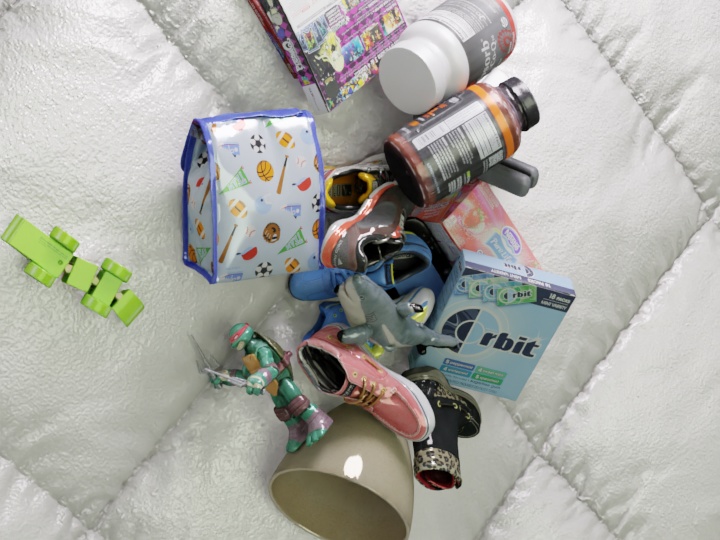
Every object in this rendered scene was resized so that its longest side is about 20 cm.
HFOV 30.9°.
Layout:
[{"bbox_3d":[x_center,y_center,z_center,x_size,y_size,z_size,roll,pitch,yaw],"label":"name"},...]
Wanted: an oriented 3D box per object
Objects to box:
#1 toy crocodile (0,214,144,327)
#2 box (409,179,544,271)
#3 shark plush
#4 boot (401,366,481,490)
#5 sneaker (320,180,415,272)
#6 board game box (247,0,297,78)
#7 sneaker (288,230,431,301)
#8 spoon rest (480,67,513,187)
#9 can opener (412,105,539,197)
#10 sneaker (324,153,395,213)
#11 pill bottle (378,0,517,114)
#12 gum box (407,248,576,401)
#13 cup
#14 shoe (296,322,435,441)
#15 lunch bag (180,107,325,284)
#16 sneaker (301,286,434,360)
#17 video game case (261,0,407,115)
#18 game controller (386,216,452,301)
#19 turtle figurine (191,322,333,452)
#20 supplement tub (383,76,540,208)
[{"bbox_3d":[-0.347,0.001,1.585,0.199,0.062,0.068,34,80,-24],"label":"toy crocodile"},{"bbox_3d":[0.169,-0.029,1.852,0.095,0.102,0.201,-44,114,-18],"label":"box"},{"bbox_3d":[0.049,0.070,1.695,0.199,0.083,0.092,34,36,-20],"label":"shark plush"},{"bbox_3d":[0.117,0.238,1.810,0.204,0.072,0.156,45,34,-51],"label":"boot"},{"bbox_3d":[0.030,-0.046,1.695,0.200,0.081,0.078,-41,145,-43],"label":"sneaker"},{"bbox_3d":[-0.098,-0.365,1.704,0.103,0.019,0.201,-41,114,-21],"label":"board game box"},{"bbox_3d":[0.000,0.000,1.746,0.197,0.079,0.067,-16,113,-6],"label":"sneaker"},{"bbox_3d":[0.198,-0.191,1.827,0.100,0.060,0.201,-48,154,-25],"label":"spoon rest"},{"bbox_3d":[0.152,-0.169,1.782,0.053,0.198,0.068,-40,147,-44],"label":"can opener"},{"bbox_3d":[0.012,-0.110,1.762,0.197,0.082,0.079,-15,103,-28],"label":"sneaker"},{"bbox_3d":[0.117,-0.294,1.753,0.200,0.115,0.117,-40,115,-39],"label":"pill bottle"},{"bbox_3d":[0.179,0.079,1.805,0.167,0.045,0.202,14,125,-15],"label":"gum box"},{"bbox_3d":[-0.009,0.264,1.752,0.200,0.199,0.145,43,49,-27],"label":"cup"},{"bbox_3d":[0.004,0.154,1.679,0.200,0.072,0.091,44,27,11],"label":"shoe"},{"bbox_3d":[-0.137,-0.101,1.654,0.168,0.123,0.203,-10,110,-31],"label":"lunch bag"},{"bbox_3d":[0.005,0.068,1.771,0.199,0.076,0.106,-40,108,-7],"label":"sneaker"},{"bbox_3d":[-0.029,-0.332,1.709,0.200,0.035,0.183,-44,116,-37],"label":"video game case"},{"bbox_3d":[0.084,0.021,1.829,0.103,0.042,0.201,-27,113,12],"label":"game controller"},{"bbox_3d":[-0.126,0.138,1.662,0.101,0.150,0.200,-43,97,-14],"label":"turtle figurine"},{"bbox_3d":[0.135,-0.173,1.696,0.198,0.107,0.108,-32,111,-11],"label":"supplement tub"}]
